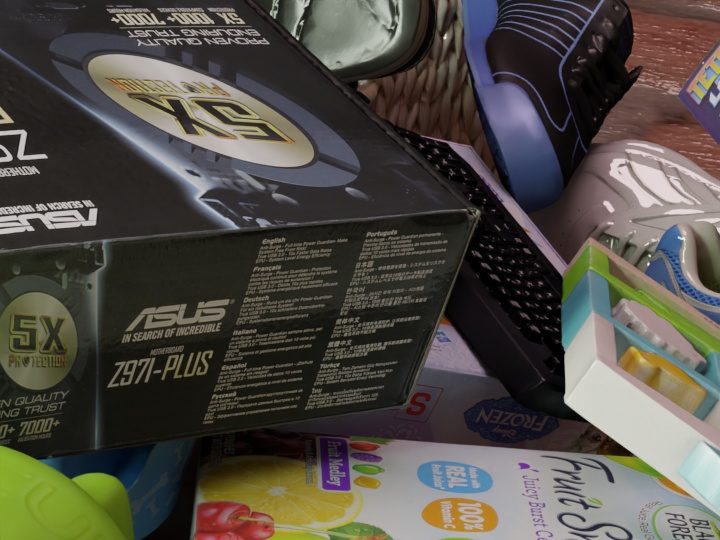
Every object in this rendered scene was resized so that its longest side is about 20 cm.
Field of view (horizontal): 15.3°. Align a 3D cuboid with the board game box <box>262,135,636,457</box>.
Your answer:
[{"bbox_3d":[0.000,0.000,1.070,0.200,0.041,0.200,11,28,-33],"label":"board game box"}]

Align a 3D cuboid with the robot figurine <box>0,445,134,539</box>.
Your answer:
[{"bbox_3d":[-0.129,0.118,0.723,0.175,0.116,0.200,5,18,19],"label":"robot figurine"}]

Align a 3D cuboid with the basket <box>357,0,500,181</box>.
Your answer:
[{"bbox_3d":[-0.020,-0.146,1.383,0.161,0.198,0.200,-8,23,-38],"label":"basket"}]

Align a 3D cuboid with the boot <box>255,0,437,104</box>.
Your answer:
[{"bbox_3d":[-0.027,-0.104,1.155,0.204,0.073,0.154,7,-6,34],"label":"boot"}]

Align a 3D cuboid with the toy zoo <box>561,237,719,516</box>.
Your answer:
[{"bbox_3d":[0.130,0.055,0.945,0.131,0.020,0.200,34,14,-6],"label":"toy zoo"}]

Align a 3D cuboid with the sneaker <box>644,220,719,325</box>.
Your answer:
[{"bbox_3d":[0.194,0.040,1.091,0.200,0.077,0.076,20,22,28],"label":"sneaker"}]

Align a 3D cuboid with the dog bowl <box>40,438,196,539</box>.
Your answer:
[{"bbox_3d":[-0.135,0.073,0.906,0.111,0.050,0.200,24,36,30],"label":"dog bowl"}]

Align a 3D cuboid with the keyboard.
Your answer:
[{"bbox_3d":[0.048,-0.012,1.045,0.104,0.040,0.200,11,27,-35],"label":"keyboard"}]

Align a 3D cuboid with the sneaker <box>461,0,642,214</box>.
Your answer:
[{"bbox_3d":[0.092,-0.092,1.238,0.078,0.070,0.200,-15,28,7],"label":"sneaker"}]

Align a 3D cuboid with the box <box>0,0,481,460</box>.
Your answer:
[{"bbox_3d":[-0.092,-0.023,0.892,0.200,0.086,0.164,-5,37,-38],"label":"box"}]

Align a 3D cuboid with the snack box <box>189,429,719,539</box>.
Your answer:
[{"bbox_3d":[0.042,0.106,0.899,0.200,0.053,0.142,5,19,-3],"label":"snack box"}]

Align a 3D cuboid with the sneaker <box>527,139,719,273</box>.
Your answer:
[{"bbox_3d":[0.147,-0.004,1.211,0.200,0.078,0.099,9,23,13],"label":"sneaker"}]

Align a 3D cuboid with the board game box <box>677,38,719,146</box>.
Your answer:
[{"bbox_3d":[0.249,-0.016,1.128,0.200,0.057,0.165,26,18,-31],"label":"board game box"}]
